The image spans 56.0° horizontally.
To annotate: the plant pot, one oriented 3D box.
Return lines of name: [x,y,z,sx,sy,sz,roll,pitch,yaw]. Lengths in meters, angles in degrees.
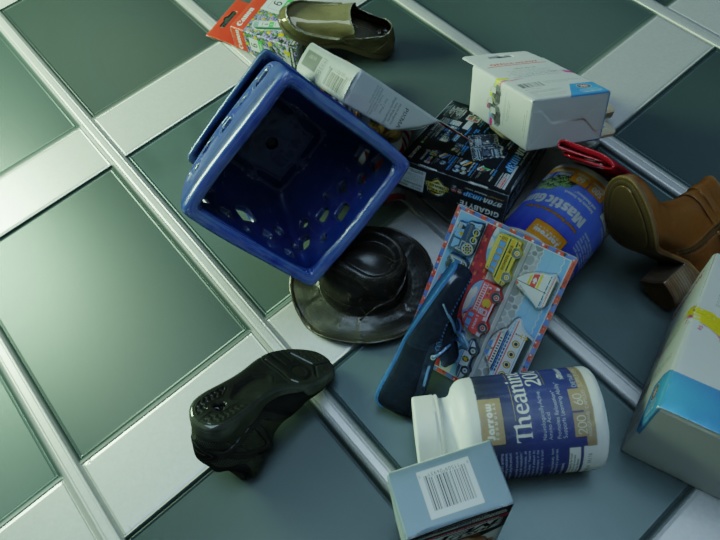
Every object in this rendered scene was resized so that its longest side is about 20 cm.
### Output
plant pot: [-0.092,-0.136,0.830,0.200,0.199,0.180,-50,34,13]

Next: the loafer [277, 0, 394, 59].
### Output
loafer: [-0.033,-0.401,1.096,0.197,0.067,0.077,6,70,-14]

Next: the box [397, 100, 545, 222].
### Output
box: [0.160,-0.158,0.943,0.158,0.046,0.200,22,44,18]

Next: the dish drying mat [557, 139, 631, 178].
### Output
dish drying mat: [0.310,-0.138,0.883,0.076,0.199,0.018,26,102,25]

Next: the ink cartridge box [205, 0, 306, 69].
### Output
ink cartridge box: [-0.164,-0.427,1.169,0.198,0.051,0.110,24,65,17]

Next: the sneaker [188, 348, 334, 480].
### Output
sneaker: [-0.116,0.169,0.803,0.076,0.115,0.199,33,39,27]

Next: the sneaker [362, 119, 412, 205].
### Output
sneaker: [0.043,-0.169,0.995,0.070,0.114,0.200,8,30,13]

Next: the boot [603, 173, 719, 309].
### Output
boot: [0.390,-0.072,0.837,0.154,0.201,0.074,-41,27,-14]

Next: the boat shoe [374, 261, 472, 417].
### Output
boat shoe: [0.086,0.083,0.786,0.068,0.201,0.084,29,29,6]

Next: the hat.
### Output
hat: [0.000,0.000,0.880,0.198,0.081,0.203,-3,60,5]

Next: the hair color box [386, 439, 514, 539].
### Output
hair color box: [0.084,0.236,0.660,0.098,0.201,0.061,-16,59,-4]

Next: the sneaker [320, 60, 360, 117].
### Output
sneaker: [-0.039,-0.236,1.031,0.077,0.078,0.201,28,67,8]

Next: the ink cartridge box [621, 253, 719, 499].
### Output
ink cartridge box: [0.399,0.120,0.730,0.145,0.147,0.201,24,65,19]

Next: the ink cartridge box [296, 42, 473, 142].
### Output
ink cartridge box: [0.030,-0.213,0.880,0.057,0.199,0.163,-55,37,10]

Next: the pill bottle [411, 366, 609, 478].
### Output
pill bottle: [0.158,0.170,0.744,0.197,0.111,0.112,-6,58,2]

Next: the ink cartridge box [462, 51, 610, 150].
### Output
ink cartridge box: [0.225,-0.235,0.917,0.114,0.069,0.200,-10,34,-16]

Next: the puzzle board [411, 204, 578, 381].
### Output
puzzle board: [0.144,0.045,0.797,0.150,0.202,0.017,27,21,21]

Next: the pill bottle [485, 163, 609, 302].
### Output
pill bottle: [0.231,-0.033,0.858,0.112,0.113,0.200,35,67,23]

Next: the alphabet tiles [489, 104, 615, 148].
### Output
alphabet tiles: [0.269,-0.236,0.995,0.198,0.015,0.196,-15,45,-20]
